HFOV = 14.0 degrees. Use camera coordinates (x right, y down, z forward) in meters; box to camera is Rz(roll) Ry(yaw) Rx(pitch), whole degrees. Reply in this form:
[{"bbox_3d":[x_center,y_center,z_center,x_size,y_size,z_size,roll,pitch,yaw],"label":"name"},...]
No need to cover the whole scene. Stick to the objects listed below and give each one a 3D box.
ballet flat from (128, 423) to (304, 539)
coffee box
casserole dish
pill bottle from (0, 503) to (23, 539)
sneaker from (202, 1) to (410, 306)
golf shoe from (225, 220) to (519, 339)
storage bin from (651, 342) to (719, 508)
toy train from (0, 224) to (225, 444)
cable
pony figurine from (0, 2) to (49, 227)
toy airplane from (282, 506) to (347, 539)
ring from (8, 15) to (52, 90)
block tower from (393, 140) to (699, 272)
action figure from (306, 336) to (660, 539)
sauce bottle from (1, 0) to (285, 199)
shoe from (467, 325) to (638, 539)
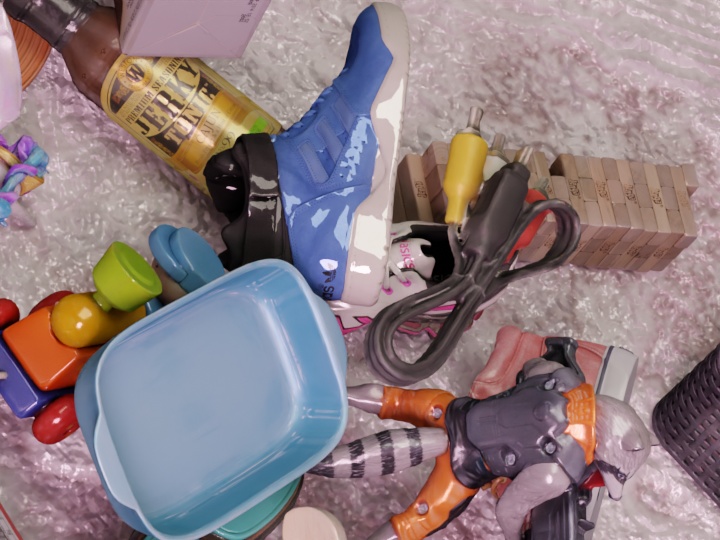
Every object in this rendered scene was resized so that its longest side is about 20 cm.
[{"bbox_3d":[-0.101,0.153,1.621,0.068,0.068,0.200,41,41,3],"label":"ballet flat"},{"bbox_3d":[-0.106,-0.240,1.743,0.080,0.113,0.200,1,61,-20],"label":"coffee box"},{"bbox_3d":[-0.084,0.071,1.596,0.200,0.039,0.121,-30,104,-46],"label":"casserole dish"},{"bbox_3d":[-0.226,0.168,1.525,0.116,0.116,0.200,-23,73,-35],"label":"pill bottle"},{"bbox_3d":[-0.033,-0.077,1.718,0.111,0.077,0.200,8,65,-4],"label":"sneaker"},{"bbox_3d":[0.000,0.000,1.756,0.200,0.092,0.073,-8,67,-28],"label":"golf shoe"},{"bbox_3d":[0.300,0.112,1.833,0.200,0.094,0.135,47,52,6],"label":"storage bin"},{"bbox_3d":[-0.157,0.030,1.596,0.085,0.116,0.200,53,20,12],"label":"toy train"},{"bbox_3d":[0.064,0.001,1.718,0.097,0.050,0.200,42,59,-22],"label":"cable"},{"bbox_3d":[-0.264,-0.061,1.636,0.200,0.166,0.193,-48,127,-41],"label":"pony figurine"},{"bbox_3d":[-0.013,0.255,1.561,0.199,0.141,0.200,34,84,12],"label":"toy airplane"},{"bbox_3d":[-0.280,-0.171,1.769,0.200,0.019,0.201,12,56,-18],"label":"ring"},{"bbox_3d":[0.121,-0.039,1.863,0.200,0.054,0.058,3,61,-24],"label":"block tower"},{"bbox_3d":[0.074,0.124,1.657,0.193,0.105,0.200,-14,62,12],"label":"action figure"},{"bbox_3d":[-0.129,-0.112,1.771,0.200,0.065,0.065,37,52,-6],"label":"sauce bottle"},{"bbox_3d":[0.098,0.128,1.745,0.091,0.071,0.200,14,65,10],"label":"shoe"}]
